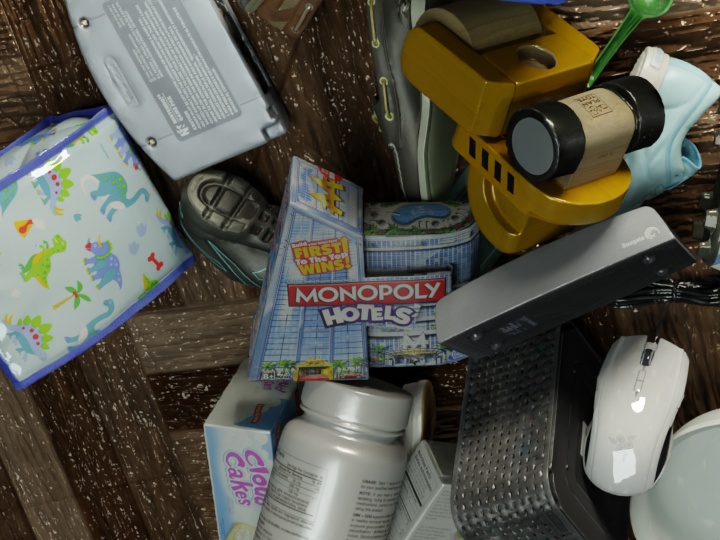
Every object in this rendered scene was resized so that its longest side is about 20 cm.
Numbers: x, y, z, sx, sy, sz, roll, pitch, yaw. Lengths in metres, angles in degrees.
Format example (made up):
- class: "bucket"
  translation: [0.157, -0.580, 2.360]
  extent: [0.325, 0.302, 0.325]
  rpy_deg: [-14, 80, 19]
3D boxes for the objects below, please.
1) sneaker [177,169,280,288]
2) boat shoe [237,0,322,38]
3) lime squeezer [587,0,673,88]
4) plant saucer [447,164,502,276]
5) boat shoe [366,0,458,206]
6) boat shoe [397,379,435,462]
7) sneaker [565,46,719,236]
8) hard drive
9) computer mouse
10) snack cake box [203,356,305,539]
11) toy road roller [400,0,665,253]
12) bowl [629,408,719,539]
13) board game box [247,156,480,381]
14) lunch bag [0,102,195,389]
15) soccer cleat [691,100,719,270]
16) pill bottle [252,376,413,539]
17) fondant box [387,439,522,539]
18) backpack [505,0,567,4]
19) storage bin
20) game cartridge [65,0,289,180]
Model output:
- class: "sneaker"
  translation: [-0.073, -0.016, 1.628]
  extent: [0.200, 0.075, 0.079]
  rpy_deg: [34, 147, -4]
- class: "boat shoe"
  translation: [-0.015, -0.256, 1.458]
  extent: [0.072, 0.076, 0.200]
  rpy_deg: [41, 133, -12]
- class: "lime squeezer"
  translation: [0.225, -0.206, 1.406]
  extent: [0.038, 0.071, 0.200]
  rpy_deg: [18, 155, -11]
- class: "plant saucer"
  translation: [0.086, -0.024, 1.587]
  extent: [0.070, 0.019, 0.200]
  rpy_deg: [35, 123, -3]
- class: "boat shoe"
  translation: [0.041, -0.143, 1.504]
  extent: [0.061, 0.072, 0.201]
  rpy_deg: [8, 117, 23]
- class: "boat shoe"
  translation: [0.026, 0.182, 1.696]
  extent: [0.069, 0.071, 0.200]
  rpy_deg: [14, 124, 9]
- class: "sneaker"
  translation: [0.225, -0.078, 1.475]
  extent: [0.082, 0.074, 0.200]
  rpy_deg: [22, 129, 1]
- class: "hard drive"
  translation: [0.160, 0.011, 1.471]
  extent: [0.200, 0.135, 0.042]
  rpy_deg: [-25, 75, 14]
- class: "computer mouse"
  translation: [0.232, 0.086, 1.503]
  extent: [0.110, 0.200, 0.044]
  rpy_deg: [11, 155, 13]
- class: "snack cake box"
  translation: [-0.086, 0.196, 1.717]
  extent: [0.067, 0.115, 0.200]
  rpy_deg: [5, 121, 18]
- class: "toy road roller"
  translation: [0.121, -0.107, 1.424]
  extent: [0.200, 0.123, 0.146]
  rpy_deg: [46, 137, 29]
- class: "bowl"
  translation: [0.336, 0.188, 1.580]
  extent: [0.201, 0.090, 0.201]
  rpy_deg: [9, 121, 15]
- class: "board game box"
  translation: [0.000, 0.000, 1.517]
  extent: [0.200, 0.062, 0.200]
  rpy_deg: [-2, 133, 2]
- class: "lunch bag"
  translation: [-0.270, -0.020, 1.597]
  extent: [0.127, 0.200, 0.170]
  rpy_deg: [-7, 119, 46]
- class: "soccer cleat"
  translation: [0.319, -0.086, 1.448]
  extent: [0.086, 0.070, 0.200]
  rpy_deg: [6, 124, -3]
- class: "pill bottle"
  translation: [-0.024, 0.193, 1.611]
  extent: [0.113, 0.113, 0.200]
  rpy_deg: [16, 96, 10]
- class: "fondant box"
  translation: [0.079, 0.247, 1.676]
  extent: [0.144, 0.058, 0.200]
  rpy_deg: [10, 127, -30]
- class: "backpack"
  translation: [0.116, -0.273, 1.320]
  extent: [0.162, 0.200, 0.168]
  rpy_deg: [6, 121, 15]
- class: "storage bin"
  translation: [0.155, 0.157, 1.547]
  extent: [0.094, 0.200, 0.135]
  rpy_deg: [-20, 128, 27]
- class: "game cartridge"
  translation: [-0.161, -0.181, 1.563]
  extent: [0.133, 0.040, 0.200]
  rpy_deg: [-21, 110, 18]
